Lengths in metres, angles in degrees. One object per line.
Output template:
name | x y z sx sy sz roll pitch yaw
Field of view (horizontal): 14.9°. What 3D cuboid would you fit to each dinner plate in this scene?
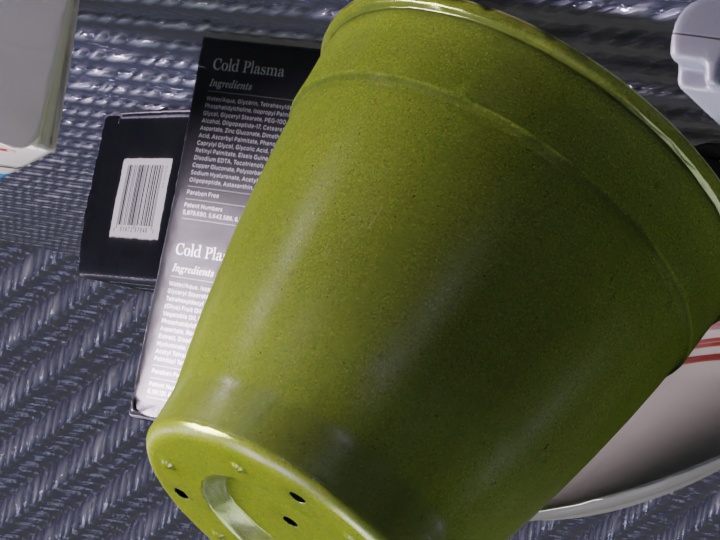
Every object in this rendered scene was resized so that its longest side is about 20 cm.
dinner plate | 0.114 0.067 1.181 0.199 0.024 0.200 -20 -166 5

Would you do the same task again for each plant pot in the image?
plant pot | 0.019 0.030 1.077 0.200 0.193 0.201 29 157 14

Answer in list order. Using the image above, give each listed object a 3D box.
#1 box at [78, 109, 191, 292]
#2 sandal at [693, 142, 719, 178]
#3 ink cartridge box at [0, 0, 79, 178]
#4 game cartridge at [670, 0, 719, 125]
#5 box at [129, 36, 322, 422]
box | -0.045 -0.025 1.651 0.199 0.105 0.148 13 175 -31
sandal | 0.182 -0.038 1.315 0.199 0.043 0.076 20 156 18
ink cartridge box | -0.209 -0.098 1.211 0.145 0.085 0.200 11 175 -14
game cartridge | 0.219 -0.059 0.974 0.199 0.041 0.133 10 172 19
box | 0.000 0.000 1.326 0.104 0.183 0.200 8 176 32
